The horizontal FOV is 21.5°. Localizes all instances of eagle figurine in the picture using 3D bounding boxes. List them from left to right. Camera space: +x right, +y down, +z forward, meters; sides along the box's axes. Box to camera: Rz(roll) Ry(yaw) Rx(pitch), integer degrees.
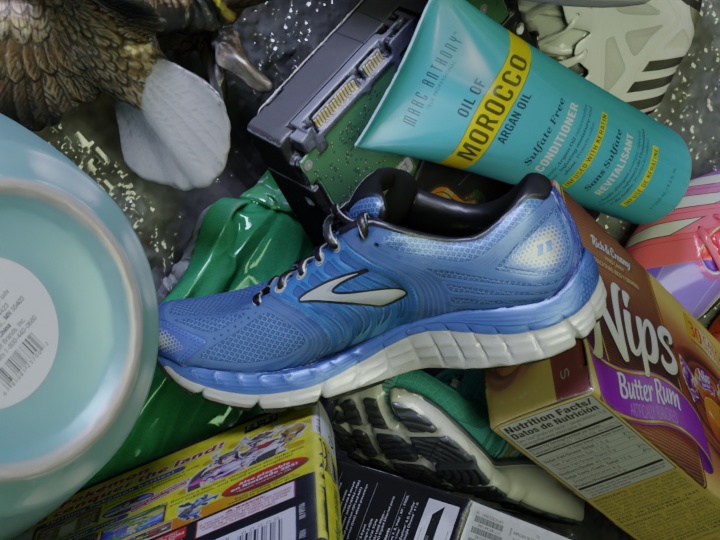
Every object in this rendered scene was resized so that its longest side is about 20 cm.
[{"bbox_3d":[-0.138,-0.130,0.817,0.200,0.151,0.152,11,102,-36],"label":"eagle figurine"}]

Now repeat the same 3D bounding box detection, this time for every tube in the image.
[{"bbox_3d":[0.079,-0.068,0.873,0.200,0.050,0.078,17,101,-47],"label":"tube"}]

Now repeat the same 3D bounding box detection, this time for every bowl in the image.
[{"bbox_3d":[-0.159,0.023,0.751,0.200,0.105,0.202,1,88,-34],"label":"bowl"}]

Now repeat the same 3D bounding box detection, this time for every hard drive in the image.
[{"bbox_3d":[0.036,-0.046,0.899,0.140,0.038,0.200,-49,140,-16],"label":"hard drive"}]

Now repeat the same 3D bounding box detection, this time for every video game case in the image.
[{"bbox_3d":[-0.102,0.122,0.762,0.199,0.181,0.026,-23,103,3],"label":"video game case"}]

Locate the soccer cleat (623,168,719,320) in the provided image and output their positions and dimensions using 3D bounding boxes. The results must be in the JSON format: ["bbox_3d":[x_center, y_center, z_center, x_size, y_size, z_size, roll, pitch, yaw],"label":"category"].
[{"bbox_3d":[0.219,-0.031,1.013,0.200,0.076,0.067,-32,105,-22],"label":"soccer cleat"}]

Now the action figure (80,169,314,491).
[{"bbox_3d":[-0.070,0.039,0.889,0.118,0.055,0.200,28,83,-22],"label":"action figure"}]

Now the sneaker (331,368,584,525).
[{"bbox_3d":[0.052,0.069,0.916,0.200,0.077,0.080,27,72,-57],"label":"sneaker"}]

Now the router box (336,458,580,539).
[{"bbox_3d":[0.060,0.139,0.878,0.200,0.149,0.051,26,80,-39],"label":"router box"}]

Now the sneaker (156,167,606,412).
[{"bbox_3d":[0.000,0.000,0.814,0.199,0.079,0.089,-13,110,12],"label":"sneaker"}]

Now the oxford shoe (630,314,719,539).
[{"bbox_3d":[0.219,0.077,1.028,0.073,0.071,0.200,34,85,-32],"label":"oxford shoe"}]

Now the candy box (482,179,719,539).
[{"bbox_3d":[0.126,0.056,0.916,0.200,0.056,0.117,41,35,-46],"label":"candy box"}]

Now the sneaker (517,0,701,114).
[{"bbox_3d":[0.098,-0.130,0.939,0.200,0.076,0.116,19,84,-40],"label":"sneaker"}]

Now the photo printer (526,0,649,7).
[{"bbox_3d":[0.060,-0.203,0.832,0.166,0.070,0.200,12,53,-13],"label":"photo printer"}]
